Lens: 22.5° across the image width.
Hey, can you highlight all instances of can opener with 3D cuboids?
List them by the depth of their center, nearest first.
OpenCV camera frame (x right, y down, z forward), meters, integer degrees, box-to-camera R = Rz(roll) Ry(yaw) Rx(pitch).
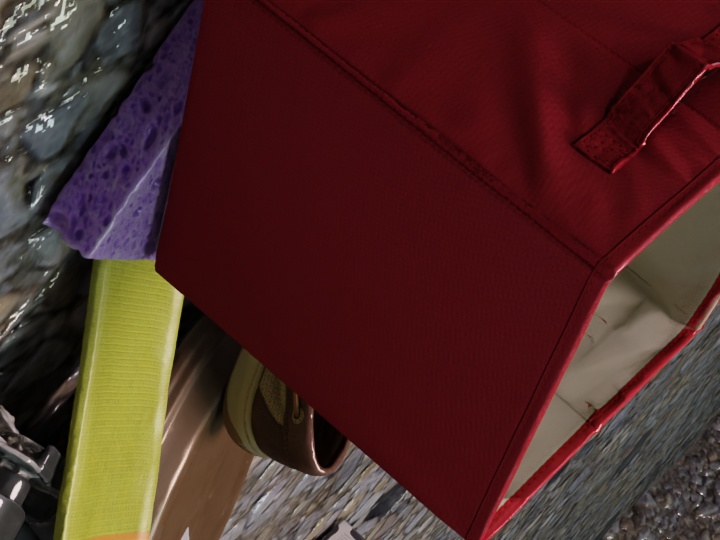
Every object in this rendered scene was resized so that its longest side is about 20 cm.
[{"bbox_3d":[-0.154,0.105,0.799,0.067,0.052,0.200,-63,169,-15],"label":"can opener"}]

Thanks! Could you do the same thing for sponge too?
[{"bbox_3d":[-0.039,-0.087,0.731,0.200,0.030,0.112,-54,163,9],"label":"sponge"}]

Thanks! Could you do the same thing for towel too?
[{"bbox_3d":[-0.106,0.089,0.784,0.086,0.018,0.201,7,90,-75],"label":"towel"}]

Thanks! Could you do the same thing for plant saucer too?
[{"bbox_3d":[-0.090,0.111,0.922,0.200,0.029,0.201,23,90,-81],"label":"plant saucer"}]

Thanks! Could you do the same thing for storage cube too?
[{"bbox_3d":[0.049,-0.042,0.695,0.171,0.180,0.200,-38,158,-35],"label":"storage cube"}]

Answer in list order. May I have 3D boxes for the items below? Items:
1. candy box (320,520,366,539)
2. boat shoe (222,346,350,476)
[{"bbox_3d":[-0.071,0.321,1.457,0.200,0.071,0.168,-38,160,-38],"label":"candy box"},{"bbox_3d":[0.000,0.000,0.853,0.072,0.072,0.201,24,86,-38],"label":"boat shoe"}]
